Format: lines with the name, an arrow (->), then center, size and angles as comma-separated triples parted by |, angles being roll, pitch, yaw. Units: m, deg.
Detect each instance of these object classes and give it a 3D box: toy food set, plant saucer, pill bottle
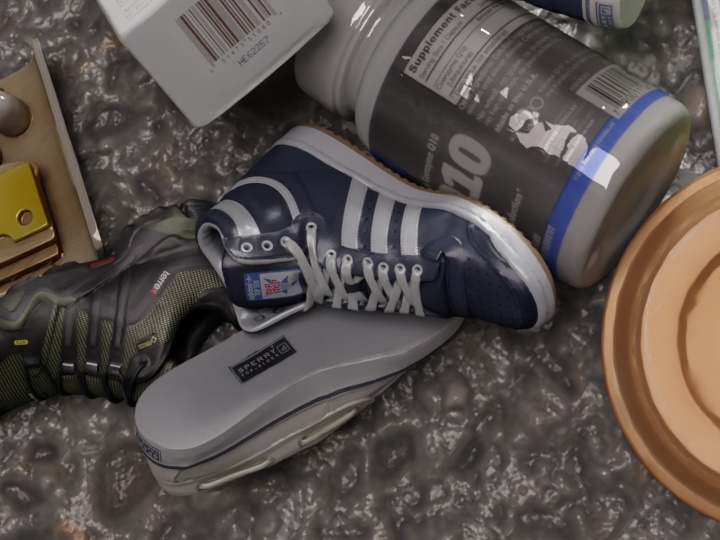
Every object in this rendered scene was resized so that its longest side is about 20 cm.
toy food set -> -0.258, -0.036, 1.059 | 0.198, 0.060, 0.145 | -24, 71, 8
plant saucer -> 0.224, 0.038, 0.921 | 0.198, 0.032, 0.203 | -1, 85, 12
pill bottle -> 0.069, -0.089, 0.962 | 0.199, 0.114, 0.114 | 34, 86, 20

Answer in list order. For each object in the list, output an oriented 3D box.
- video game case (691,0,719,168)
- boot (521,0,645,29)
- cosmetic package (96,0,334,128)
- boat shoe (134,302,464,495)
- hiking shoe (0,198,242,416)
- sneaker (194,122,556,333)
video game case -> 0.279, -0.110, 0.963 | 0.180, 0.023, 0.202 | -9, 74, 12
boot -> 0.129, -0.226, 0.931 | 0.090, 0.073, 0.201 | 17, 72, 23
cosmetic package -> -0.096, -0.166, 0.991 | 0.101, 0.074, 0.200 | -38, 29, 3
boat shoe -> -0.029, 0.062, 0.973 | 0.199, 0.066, 0.072 | -31, 54, -19
hiking shoe -> -0.144, 0.045, 1.002 | 0.199, 0.076, 0.101 | -33, 68, 3
sneaker -> 0.000, 0.000, 0.932 | 0.199, 0.071, 0.108 | 30, 54, 33
